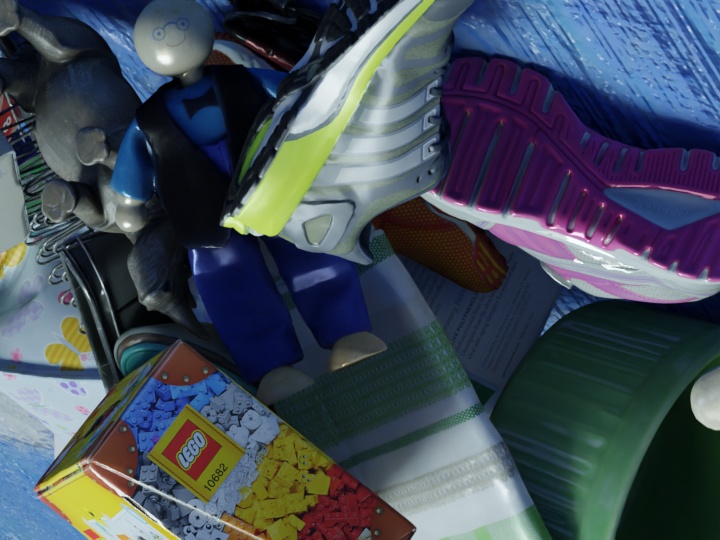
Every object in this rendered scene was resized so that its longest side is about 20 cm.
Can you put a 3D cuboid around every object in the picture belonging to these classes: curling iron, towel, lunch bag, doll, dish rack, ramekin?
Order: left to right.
[{"bbox_3d":[-0.161,-0.030,1.594,0.200,0.054,0.154,55,165,31],"label":"dish rack"},{"bbox_3d":[-0.148,0.044,1.745,0.199,0.128,0.170,0,154,29],"label":"lunch bag"},{"bbox_3d":[-0.054,-0.041,1.398,0.201,0.136,0.048,65,-173,2],"label":"doll"},{"bbox_3d":[0.012,0.086,1.468,0.149,0.031,0.201,-29,89,55],"label":"towel"},{"bbox_3d":[0.015,-0.084,1.442,0.200,0.026,0.050,33,159,-15],"label":"curling iron"},{"bbox_3d":[0.142,0.112,1.513,0.097,0.200,0.200,20,157,33],"label":"ramekin"}]

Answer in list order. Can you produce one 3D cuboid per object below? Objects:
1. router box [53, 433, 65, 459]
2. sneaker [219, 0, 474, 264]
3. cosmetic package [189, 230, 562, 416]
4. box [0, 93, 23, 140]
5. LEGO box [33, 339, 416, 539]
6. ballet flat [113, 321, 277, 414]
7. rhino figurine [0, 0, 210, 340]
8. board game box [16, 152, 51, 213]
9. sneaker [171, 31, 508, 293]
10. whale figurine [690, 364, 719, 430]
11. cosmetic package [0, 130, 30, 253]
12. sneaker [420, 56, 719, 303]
[{"bbox_3d":[-0.113,0.127,1.992,0.199,0.049,0.180,25,157,4],"label":"router box"},{"bbox_3d":[0.015,-0.083,1.319,0.081,0.074,0.200,25,126,-19],"label":"sneaker"},{"bbox_3d":[0.000,0.000,1.562,0.199,0.085,0.108,26,160,-1],"label":"cosmetic package"},{"bbox_3d":[-0.310,-0.099,1.664,0.199,0.103,0.095,16,154,21],"label":"box"},{"bbox_3d":[-0.073,0.120,1.447,0.149,0.077,0.200,39,165,-6],"label":"LEGO box"},{"bbox_3d":[-0.055,0.066,1.578,0.067,0.064,0.200,-26,133,37],"label":"ballet flat"},{"bbox_3d":[-0.125,-0.049,1.467,0.200,0.060,0.087,57,-159,15],"label":"rhino figurine"},{"bbox_3d":[-0.279,0.000,1.716,0.134,0.200,0.029,-12,114,55],"label":"board game box"},{"bbox_3d":[-0.014,-0.043,1.481,0.200,0.077,0.073,33,-175,-4],"label":"sneaker"},{"bbox_3d":[0.237,0.081,1.393,0.158,0.104,0.201,21,122,13],"label":"whale figurine"},{"bbox_3d":[-0.258,-0.097,1.533,0.200,0.071,0.105,53,164,22],"label":"cosmetic package"},{"bbox_3d":[0.099,-0.032,1.394,0.199,0.082,0.088,26,161,14],"label":"sneaker"}]
